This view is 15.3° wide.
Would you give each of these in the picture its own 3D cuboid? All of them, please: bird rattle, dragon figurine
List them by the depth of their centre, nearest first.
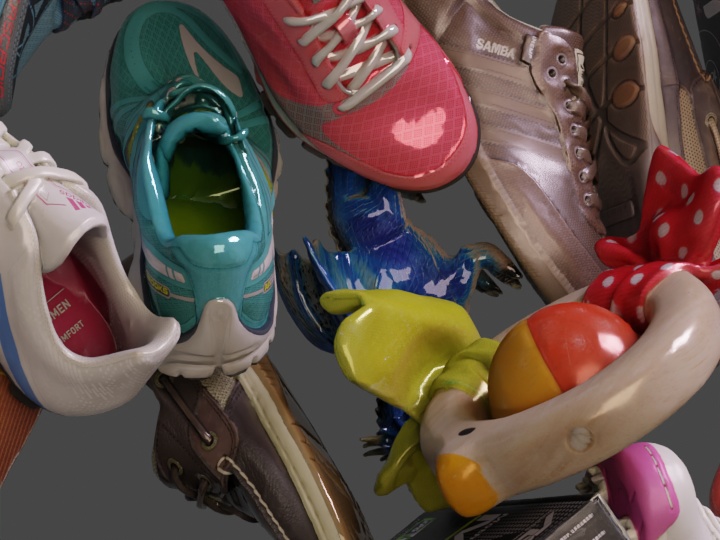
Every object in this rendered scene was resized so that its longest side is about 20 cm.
[{"bbox_3d":[0.090,0.040,1.066,0.199,0.163,0.113,-19,109,7],"label":"bird rattle"},{"bbox_3d":[0.000,0.000,1.159,0.099,0.059,0.200,-38,95,-18],"label":"dragon figurine"}]

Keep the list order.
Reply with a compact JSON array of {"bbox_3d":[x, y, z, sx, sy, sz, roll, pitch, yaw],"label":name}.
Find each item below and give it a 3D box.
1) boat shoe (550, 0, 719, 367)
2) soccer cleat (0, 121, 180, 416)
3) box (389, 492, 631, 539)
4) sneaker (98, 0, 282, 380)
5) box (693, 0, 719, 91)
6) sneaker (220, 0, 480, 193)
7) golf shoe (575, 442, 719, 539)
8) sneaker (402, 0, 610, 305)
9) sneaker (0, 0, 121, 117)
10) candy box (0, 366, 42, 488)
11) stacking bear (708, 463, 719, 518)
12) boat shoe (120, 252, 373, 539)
[{"bbox_3d":[0.135,-0.050,1.207,0.073,0.074,0.201,-3,84,-35],"label":"boat shoe"},{"bbox_3d":[-0.142,-0.033,1.025,0.200,0.086,0.070,52,51,-11],"label":"soccer cleat"},{"bbox_3d":[-0.002,0.165,1.067,0.200,0.193,0.048,-37,93,-17],"label":"box"},{"bbox_3d":[-0.064,-0.048,1.100,0.077,0.080,0.201,-5,45,-10],"label":"sneaker"},{"bbox_3d":[0.218,-0.178,1.218,0.131,0.115,0.201,-9,84,-16],"label":"box"},{"bbox_3d":[-0.023,-0.108,1.092,0.074,0.087,0.200,-41,101,-4],"label":"sneaker"},{"bbox_3d":[0.140,0.127,1.120,0.091,0.200,0.076,-19,54,-5],"label":"golf shoe"},{"bbox_3d":[0.074,-0.066,1.169,0.075,0.070,0.201,-31,85,4],"label":"sneaker"},{"bbox_3d":[-0.108,-0.148,1.138,0.095,0.079,0.201,26,77,-14],"label":"sneaker"},{"bbox_3d":[-0.234,0.049,1.048,0.199,0.056,0.117,27,90,-29],"label":"candy box"},{"bbox_3d":[0.259,0.139,1.194,0.114,0.121,0.200,-47,104,-9],"label":"stacking bear"},{"bbox_3d":[-0.055,0.069,1.103,0.065,0.073,0.200,-32,53,0],"label":"boat shoe"}]
